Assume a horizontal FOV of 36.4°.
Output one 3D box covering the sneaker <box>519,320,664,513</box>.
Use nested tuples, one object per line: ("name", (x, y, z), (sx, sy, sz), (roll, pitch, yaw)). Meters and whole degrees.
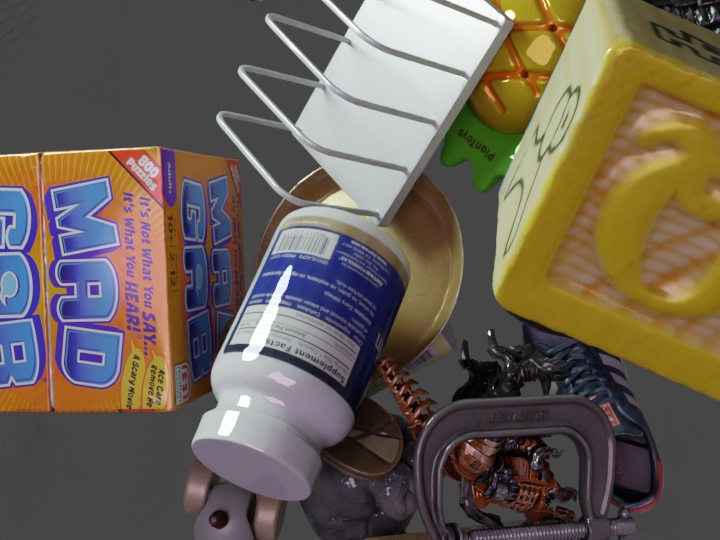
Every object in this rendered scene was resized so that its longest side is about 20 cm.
("sneaker", (0.196, 0.109, 0.912), (0.075, 0.084, 0.201), (-31, 86, 11))

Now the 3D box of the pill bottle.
("pill bottle", (-0.045, 0.062, 0.826), (0.115, 0.116, 0.201), (18, 61, 10))

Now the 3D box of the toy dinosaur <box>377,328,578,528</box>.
("toy dinosaur", (0.102, 0.127, 0.875), (0.102, 0.200, 0.136), (-1, 52, 46))

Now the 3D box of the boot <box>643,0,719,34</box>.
("boot", (0.318, -0.220, 0.876), (0.209, 0.079, 0.160), (-2, 92, 12))

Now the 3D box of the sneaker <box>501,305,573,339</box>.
("sneaker", (0.214, 0.039, 0.856), (0.198, 0.116, 0.076), (10, 107, -15))

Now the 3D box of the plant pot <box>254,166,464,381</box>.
("plant pot", (0.000, 0.000, 0.950), (0.198, 0.027, 0.202), (-7, 74, 24))

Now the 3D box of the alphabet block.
("alphabet block", (0.215, -0.060, 0.763), (0.195, 0.200, 0.197), (21, 116, -1))

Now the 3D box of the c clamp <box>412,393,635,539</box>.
("c clamp", (0.129, 0.179, 0.840), (0.198, 0.027, 0.173), (6, 93, -19))

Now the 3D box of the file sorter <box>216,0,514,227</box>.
("file sorter", (-0.007, -0.160, 0.876), (0.139, 0.124, 0.201), (49, 119, 33))

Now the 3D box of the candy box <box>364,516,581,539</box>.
("candy box", (0.094, 0.271, 0.892), (0.198, 0.055, 0.117), (-1, 110, -24))

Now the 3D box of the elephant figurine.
("elephant figurine", (0.010, 0.236, 0.941), (0.154, 0.141, 0.202), (19, 114, 38))

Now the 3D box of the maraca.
("maraca", (0.134, -0.162, 0.901), (0.137, 0.107, 0.201), (43, 108, 40))

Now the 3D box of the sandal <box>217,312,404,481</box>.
("sandal", (-0.045, 0.106, 0.901), (0.200, 0.054, 0.080), (39, 65, 25))

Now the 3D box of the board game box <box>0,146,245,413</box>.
("board game box", (-0.221, 0.005, 0.932), (0.198, 0.200, 0.202), (-2, 92, 11))

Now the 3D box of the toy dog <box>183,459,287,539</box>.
("toy dog", (-0.126, 0.272, 0.977), (0.131, 0.096, 0.202), (-8, 91, 12))

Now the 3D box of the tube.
("tube", (-0.012, 0.090, 0.975), (0.199, 0.052, 0.058), (-29, 49, 14))
